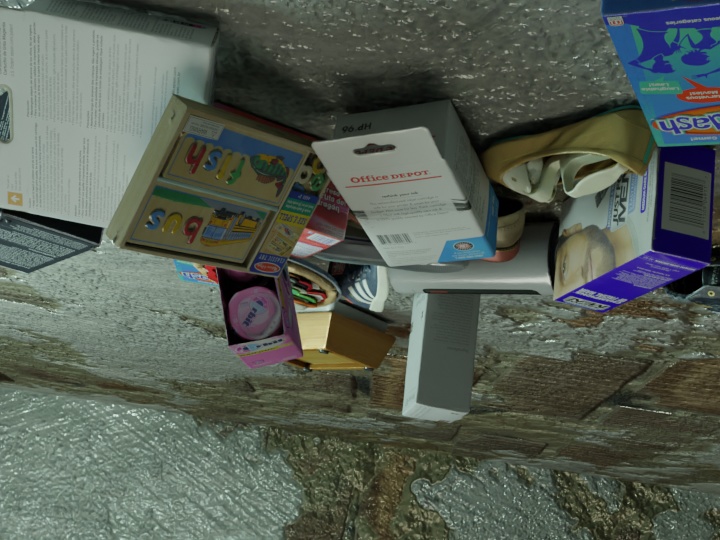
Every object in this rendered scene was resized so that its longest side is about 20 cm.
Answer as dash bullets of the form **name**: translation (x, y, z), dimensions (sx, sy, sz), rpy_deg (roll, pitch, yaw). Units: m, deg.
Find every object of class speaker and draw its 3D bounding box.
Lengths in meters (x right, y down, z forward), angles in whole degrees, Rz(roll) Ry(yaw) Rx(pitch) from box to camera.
- **speaker**: translation (0.131, -0.014, 1.209), dimensions (0.197, 0.083, 0.081), rpy_deg (0, 162, 27)

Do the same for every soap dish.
- **soap dish**: translation (-0.067, 0.109, 1.713), dimensions (0.198, 0.083, 0.156), rpy_deg (-5, 159, 42)

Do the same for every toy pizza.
- **toy pizza**: translation (-0.121, 0.016, 1.338), dimensions (0.197, 0.032, 0.201), rpy_deg (12, 162, 4)

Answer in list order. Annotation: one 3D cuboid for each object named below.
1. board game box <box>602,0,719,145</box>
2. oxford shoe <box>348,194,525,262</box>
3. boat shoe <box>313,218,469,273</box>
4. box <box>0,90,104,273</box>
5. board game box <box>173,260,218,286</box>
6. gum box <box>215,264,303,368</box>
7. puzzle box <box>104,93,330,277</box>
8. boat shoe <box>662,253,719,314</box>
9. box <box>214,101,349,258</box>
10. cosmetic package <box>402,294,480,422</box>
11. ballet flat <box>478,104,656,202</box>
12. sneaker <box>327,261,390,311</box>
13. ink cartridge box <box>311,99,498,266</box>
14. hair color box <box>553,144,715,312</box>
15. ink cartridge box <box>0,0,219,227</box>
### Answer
- **board game box**: translation (0.262, -0.148, 0.728), dimensions (0.150, 0.046, 0.200), rpy_deg (0, 162, 27)
- **oxford shoe**: translation (0.077, -0.071, 1.110), dimensions (0.196, 0.071, 0.075), rpy_deg (11, 136, 0)
- **boat shoe**: translation (0.029, -0.037, 1.181), dimensions (0.197, 0.063, 0.072), rpy_deg (7, 174, 28)
- **box**: translation (-0.333, -0.092, 1.072), dimensions (0.103, 0.151, 0.199), rpy_deg (19, 162, -34)
- **board game box**: translation (-0.171, -0.021, 1.399), dimensions (0.149, 0.046, 0.200), rpy_deg (9, 164, -1)
- **gum box**: translation (-0.119, -0.006, 1.168), dimensions (0.065, 0.203, 0.114), rpy_deg (-13, 162, 3)
- **puzzle box**: translation (-0.114, -0.066, 0.924), dimensions (0.025, 0.134, 0.199), rpy_deg (40, -162, 34)
- **boat shoe**: translation (0.418, 0.011, 1.150), dimensions (0.089, 0.072, 0.200), rpy_deg (10, 166, -20)
- **box**: translation (-0.115, -0.090, 1.055), dimensions (0.197, 0.096, 0.102), rpy_deg (17, 161, -24)
- **cosmetic package**: translation (0.101, 0.078, 1.310), dimensions (0.073, 0.203, 0.102), rpy_deg (10, 163, -5)
- **ballet flat**: translation (0.175, -0.094, 0.948), dimensions (0.068, 0.064, 0.199), rpy_deg (20, 161, -32)
- **sneaker**: translation (0.000, 0.000, 1.337), dimensions (0.083, 0.076, 0.200), rpy_deg (16, 159, 1)
- **ink cartridge box**: translation (0.046, -0.088, 0.976), dimensions (0.114, 0.069, 0.200), rpy_deg (-5, 147, 23)
- **hair color box**: translation (0.255, -0.038, 1.011), dimensions (0.064, 0.111, 0.200), rpy_deg (12, 163, -11)
- **ink cartridge box**: translation (-0.226, -0.128, 0.904), dimensions (0.197, 0.044, 0.199), rpy_deg (11, 127, -3)
